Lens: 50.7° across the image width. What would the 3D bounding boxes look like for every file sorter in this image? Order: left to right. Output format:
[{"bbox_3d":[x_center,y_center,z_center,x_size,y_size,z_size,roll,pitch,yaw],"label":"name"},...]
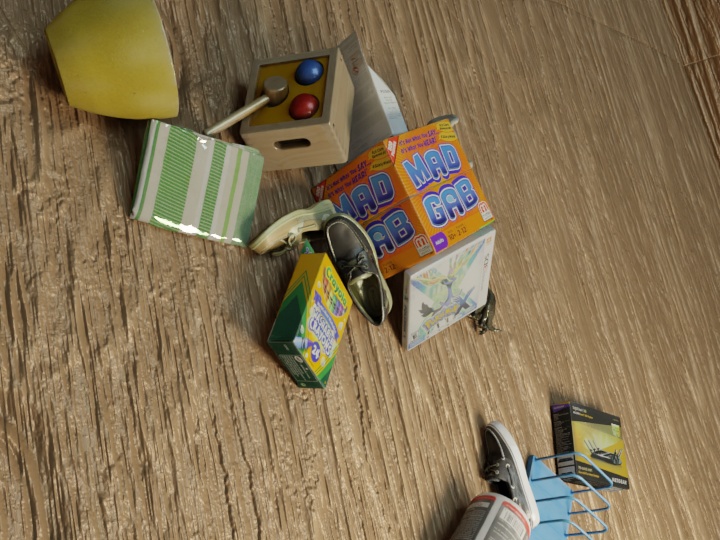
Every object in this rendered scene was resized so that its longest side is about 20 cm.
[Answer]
[{"bbox_3d":[0.390,0.468,1.442,0.138,0.122,0.202,41,49,-21],"label":"file sorter"}]

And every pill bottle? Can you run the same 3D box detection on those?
[{"bbox_3d":[0.197,0.479,1.257,0.117,0.115,0.200,55,45,-9],"label":"pill bottle"}]

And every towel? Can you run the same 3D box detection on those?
[{"bbox_3d":[-0.241,-0.128,1.140,0.198,0.023,0.156,12,90,-41],"label":"towel"}]

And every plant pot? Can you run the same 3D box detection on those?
[{"bbox_3d":[-0.350,-0.296,1.050,0.140,0.200,0.204,-19,85,-19],"label":"plant pot"}]

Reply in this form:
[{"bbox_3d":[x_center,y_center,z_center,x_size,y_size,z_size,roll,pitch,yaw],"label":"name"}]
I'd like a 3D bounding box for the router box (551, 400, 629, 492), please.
[{"bbox_3d":[0.494,0.380,1.630,0.198,0.052,0.160,20,59,-37],"label":"router box"}]

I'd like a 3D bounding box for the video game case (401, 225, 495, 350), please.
[{"bbox_3d":[0.156,0.032,1.354,0.198,0.185,0.022,-27,48,-26],"label":"video game case"}]

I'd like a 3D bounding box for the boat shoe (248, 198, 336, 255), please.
[{"bbox_3d":[-0.101,-0.061,1.248,0.064,0.073,0.200,59,36,1],"label":"boat shoe"}]

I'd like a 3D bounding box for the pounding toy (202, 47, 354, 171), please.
[{"bbox_3d":[-0.127,-0.261,1.239,0.143,0.196,0.188,61,29,-57],"label":"pounding toy"}]

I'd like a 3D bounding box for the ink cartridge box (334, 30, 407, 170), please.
[{"bbox_3d":[-0.011,-0.301,1.376,0.047,0.159,0.204,-11,79,-43],"label":"ink cartridge box"}]

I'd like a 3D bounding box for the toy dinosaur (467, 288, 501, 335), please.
[{"bbox_3d":[0.235,0.063,1.509,0.198,0.076,0.104,29,67,-26],"label":"toy dinosaur"}]

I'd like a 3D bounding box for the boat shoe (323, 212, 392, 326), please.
[{"bbox_3d":[-0.001,0.001,1.259,0.066,0.071,0.203,-92,158,-67],"label":"boat shoe"}]

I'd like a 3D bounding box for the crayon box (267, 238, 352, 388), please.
[{"bbox_3d":[-0.071,0.065,1.197,0.127,0.051,0.203,62,35,-44],"label":"crayon box"}]

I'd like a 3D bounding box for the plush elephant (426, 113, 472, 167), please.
[{"bbox_3d":[0.145,-0.221,1.488,0.201,0.154,0.165,49,42,-13],"label":"plush elephant"}]

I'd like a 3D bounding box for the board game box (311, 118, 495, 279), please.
[{"bbox_3d":[0.076,-0.117,1.347,0.199,0.198,0.203,-27,91,-46],"label":"board game box"}]

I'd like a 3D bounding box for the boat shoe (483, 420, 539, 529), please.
[{"bbox_3d":[0.263,0.383,1.404,0.065,0.070,0.204,-11,76,-26],"label":"boat shoe"}]
